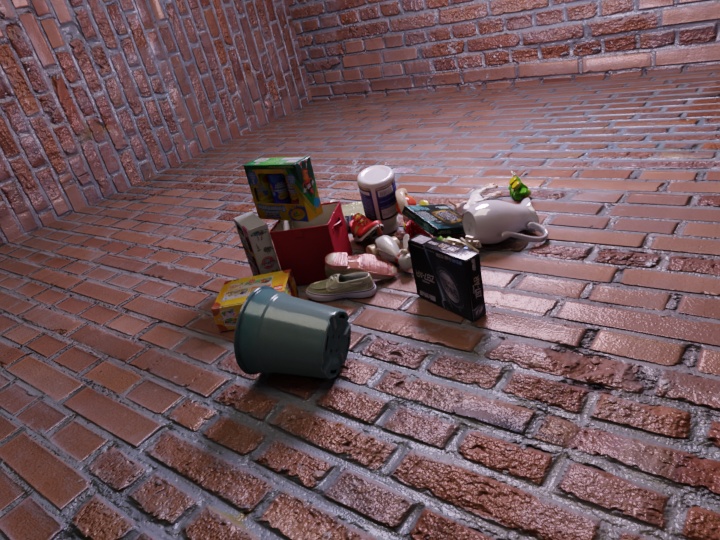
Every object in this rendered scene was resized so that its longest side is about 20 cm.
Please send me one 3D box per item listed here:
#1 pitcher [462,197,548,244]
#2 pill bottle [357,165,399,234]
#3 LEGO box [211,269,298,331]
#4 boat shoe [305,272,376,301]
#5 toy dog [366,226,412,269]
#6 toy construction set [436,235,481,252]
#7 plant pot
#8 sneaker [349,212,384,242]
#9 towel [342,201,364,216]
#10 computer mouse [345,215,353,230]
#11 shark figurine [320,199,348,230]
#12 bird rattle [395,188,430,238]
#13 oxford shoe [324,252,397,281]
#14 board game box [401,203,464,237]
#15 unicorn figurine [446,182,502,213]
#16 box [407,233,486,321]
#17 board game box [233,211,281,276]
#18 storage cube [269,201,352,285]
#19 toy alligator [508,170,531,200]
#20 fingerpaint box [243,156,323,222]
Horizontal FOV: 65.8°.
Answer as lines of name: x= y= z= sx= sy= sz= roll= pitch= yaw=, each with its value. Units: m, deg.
pitcher: x=0.401 y=-0.125 z=1.539 sx=0.199 sy=0.121 sz=0.172 roll=-9 pitch=39 yaw=-14
pill bottle: x=0.062 y=-0.219 z=1.755 sx=0.115 sy=0.200 sz=0.116 roll=-8 pitch=40 yaw=7
LEGO box: x=-0.281 y=0.079 z=1.504 sx=0.199 sy=0.077 sz=0.149 roll=-10 pitch=27 yaw=8
boat shoe: x=-0.055 y=0.037 z=1.491 sx=0.199 sy=0.062 sz=0.072 roll=-5 pitch=28 yaw=18
toy dog: x=0.090 y=-0.071 z=1.575 sx=0.200 sy=0.097 sz=0.132 roll=7 pitch=31 yaw=46
toy construction set: x=0.230 y=-0.046 z=1.479 sx=0.131 sy=0.092 sz=0.200 roll=-22 pitch=6 yaw=47
plant pot: x=-0.136 y=0.143 z=1.207 sx=0.196 sy=0.201 sz=0.200 roll=7 pitch=33 yaw=21
sneaker: x=0.006 y=-0.137 z=1.710 sx=0.077 sy=0.085 sz=0.200 roll=-27 pitch=7 yaw=-18
towel: x=-0.065 y=-0.197 z=1.970 sx=0.199 sy=0.037 sz=0.148 roll=-12 pitch=26 yaw=5
computer mouse: x=0.012 y=-0.160 z=1.875 sx=0.199 sy=0.034 sz=0.059 roll=-4 pitch=43 yaw=5
shark figurine: x=-0.077 y=-0.173 z=1.739 sx=0.128 sy=0.214 sz=0.090 roll=-18 pitch=52 yaw=29
bird rattle: x=0.144 y=-0.170 z=1.700 sx=0.112 sy=0.163 sz=0.200 roll=-23 pitch=13 yaw=24
oxford shoe: x=0.000 y=0.000 z=1.530 sx=0.199 sy=0.074 sz=0.071 roll=10 pitch=43 yaw=1
board game box: x=0.231 y=-0.148 z=1.615 sx=0.200 sy=0.028 sz=0.135 roll=-8 pitch=39 yaw=-46
unicorn figurine: x=0.375 y=-0.223 z=1.784 sx=0.137 sy=0.074 sz=0.200 roll=-12 pitch=11 yaw=26
box: x=0.201 y=0.012 z=1.308 sx=0.043 sy=0.161 sz=0.200 roll=-27 pitch=31 yaw=-26
board game box: x=-0.297 y=-0.056 z=1.633 sx=0.064 sy=0.200 sz=0.148 roll=-24 pitch=28 yaw=-18
storage cube: x=-0.136 y=-0.078 z=1.622 sx=0.199 sy=0.180 sz=0.171 roll=-6 pitch=28 yaw=15
toy alligator: x=0.508 y=-0.272 z=1.824 sx=0.054 sy=0.059 sz=0.200 roll=-50 pitch=17 yaw=22
fingerpaint box: x=-0.219 y=-0.229 z=1.569 sx=0.200 sy=0.167 sz=0.073 roll=8 pitch=32 yaw=35
